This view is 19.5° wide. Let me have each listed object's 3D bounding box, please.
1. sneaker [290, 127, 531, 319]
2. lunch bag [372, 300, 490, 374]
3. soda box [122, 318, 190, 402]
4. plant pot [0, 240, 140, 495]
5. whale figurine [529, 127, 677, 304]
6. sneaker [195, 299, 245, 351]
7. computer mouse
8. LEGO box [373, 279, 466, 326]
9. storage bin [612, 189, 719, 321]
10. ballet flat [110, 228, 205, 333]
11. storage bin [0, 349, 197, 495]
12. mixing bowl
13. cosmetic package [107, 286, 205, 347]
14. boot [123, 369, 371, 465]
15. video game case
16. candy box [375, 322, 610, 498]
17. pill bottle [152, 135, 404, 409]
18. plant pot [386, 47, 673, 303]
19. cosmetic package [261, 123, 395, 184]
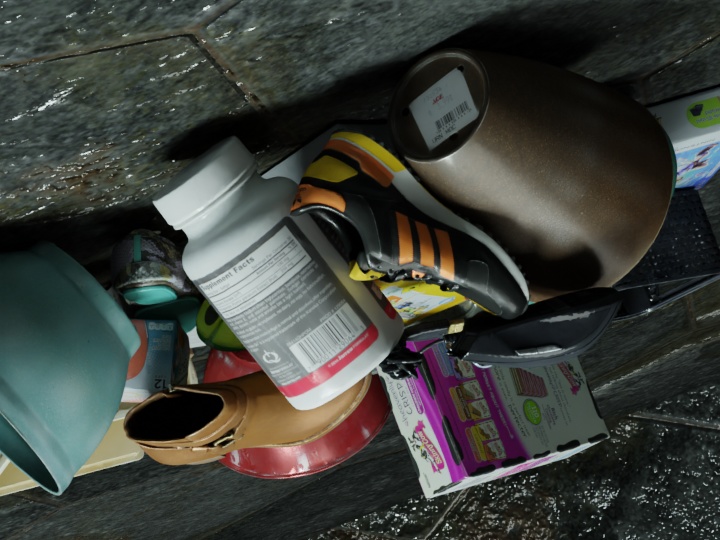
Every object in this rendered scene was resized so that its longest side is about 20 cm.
[{"bbox_3d":[0.034,-0.013,1.575,0.090,0.200,0.070,-53,-169,-20],"label":"sneaker"},{"bbox_3d":[0.081,-0.005,1.958,0.168,0.139,0.200,-20,169,-47],"label":"lunch bag"},{"bbox_3d":[-0.250,0.075,1.794,0.200,0.064,0.068,2,167,6],"label":"soda box"},{"bbox_3d":[-0.262,0.062,1.668,0.134,0.200,0.200,-44,172,-17],"label":"plant pot"},{"bbox_3d":[0.197,-0.054,1.831,0.200,0.104,0.159,-53,133,-1],"label":"whale figurine"},{"bbox_3d":[-0.089,0.036,1.857,0.084,0.074,0.200,-54,172,28],"label":"sneaker"},{"bbox_3d":[0.106,0.057,1.645,0.200,0.046,0.140,-16,-173,-8],"label":"computer mouse"},{"bbox_3d":[0.000,0.000,1.762,0.149,0.077,0.200,-25,164,22],"label":"LEGO box"},{"bbox_3d":[0.249,-0.009,2.066,0.200,0.094,0.135,-9,165,-45],"label":"storage bin"},{"bbox_3d":[-0.171,0.005,1.773,0.072,0.072,0.200,-19,167,-2],"label":"ballet flat"},{"bbox_3d":[-0.278,0.135,2.056,0.198,0.094,0.200,-13,164,-26],"label":"storage bin"},{"bbox_3d":[-0.075,0.097,2.066,0.200,0.200,0.108,-19,130,-4],"label":"mixing bowl"},{"bbox_3d":[-0.155,0.036,1.942,0.200,0.051,0.083,-8,158,-39],"label":"cosmetic package"},{"bbox_3d":[-0.096,0.106,1.745,0.200,0.077,0.155,-17,166,8],"label":"boot"},{"bbox_3d":[0.270,-0.105,2.010,0.181,0.045,0.200,-15,165,-14],"label":"video game case"},{"bbox_3d":[0.119,0.115,1.873,0.200,0.136,0.061,-9,163,-44],"label":"candy box"},{"bbox_3d":[-0.066,-0.001,1.601,0.111,0.200,0.111,-36,-169,8],"label":"pill bottle"},{"bbox_3d":[0.115,-0.092,1.630,0.187,0.187,0.200,-27,148,26],"label":"plant pot"},{"bbox_3d":[-0.026,-0.060,1.770,0.151,0.052,0.200,-1,157,-46],"label":"cosmetic package"}]
